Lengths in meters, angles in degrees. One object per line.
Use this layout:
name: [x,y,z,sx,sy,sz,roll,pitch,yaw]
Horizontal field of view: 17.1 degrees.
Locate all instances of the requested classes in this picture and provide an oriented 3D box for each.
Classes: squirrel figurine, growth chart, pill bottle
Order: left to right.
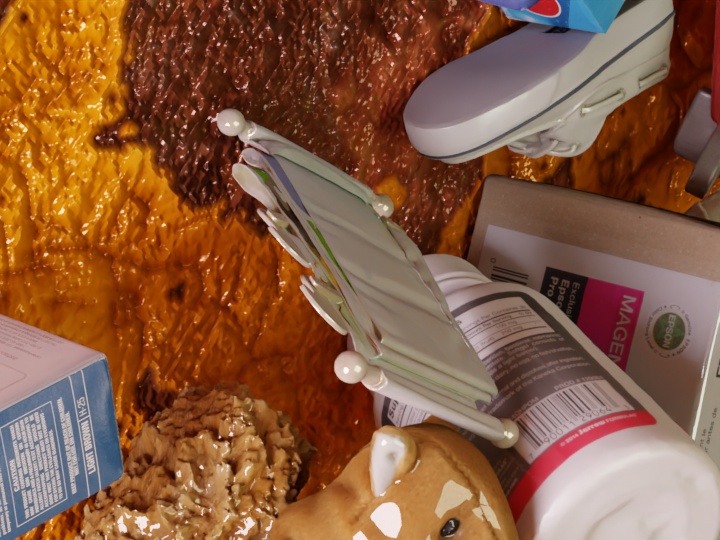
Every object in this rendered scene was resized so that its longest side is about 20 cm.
squirrel figurine: [-0.033,0.128,1.047,0.187,0.200,0.142,-55,162,13]
growth chart: [0.000,0.000,1.071,0.018,0.200,0.145,-45,133,16]
pill bottle: [0.074,0.074,1.138,0.111,0.200,0.111,-16,127,-22]

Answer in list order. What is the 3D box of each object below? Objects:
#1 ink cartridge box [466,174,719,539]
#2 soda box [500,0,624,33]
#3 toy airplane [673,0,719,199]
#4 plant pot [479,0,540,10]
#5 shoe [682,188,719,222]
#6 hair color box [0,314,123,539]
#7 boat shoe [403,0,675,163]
ink cartridge box: [0.124,0.064,1.229,0.075,0.165,0.200,10,94,-50]
soda box: [0.132,-0.221,1.224,0.064,0.068,0.200,47,66,-44]
toy airplane: [0.243,-0.126,1.320,0.199,0.141,0.200,57,44,-63]
plant pot: [0.042,-0.235,1.030,0.200,0.200,0.180,-45,138,-30]
shoe: [0.166,0.026,1.280,0.053,0.070,0.200,-3,136,-55]
hair color box: [-0.199,0.083,0.924,0.200,0.100,0.061,-28,122,-40]
boat shoe: [0.097,-0.090,1.229,0.200,0.072,0.066,-38,123,-45]
